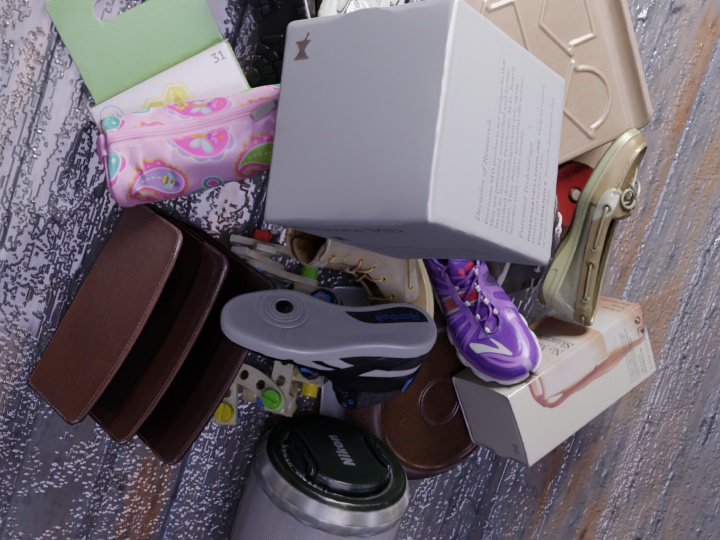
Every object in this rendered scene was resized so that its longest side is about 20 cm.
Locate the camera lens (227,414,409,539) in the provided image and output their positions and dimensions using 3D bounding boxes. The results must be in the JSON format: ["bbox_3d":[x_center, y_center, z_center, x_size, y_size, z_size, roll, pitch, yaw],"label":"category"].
[{"bbox_3d":[-0.049,0.262,0.938,0.157,0.160,0.203,12,113,-18],"label":"camera lens"}]

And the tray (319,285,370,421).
[{"bbox_3d":[0.008,0.116,1.012,0.105,0.022,0.204,3,101,-16],"label":"tray"}]

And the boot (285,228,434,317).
[{"bbox_3d":[0.000,0.000,0.899,0.154,0.072,0.204,-6,94,-50],"label":"boot"}]

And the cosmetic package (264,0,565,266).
[{"bbox_3d":[0.050,-0.103,0.771,0.199,0.165,0.170,14,82,-52],"label":"cosmetic package"}]

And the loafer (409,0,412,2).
[{"bbox_3d":[0.009,-0.173,0.928,0.063,0.071,0.202,18,99,-60],"label":"loafer"}]

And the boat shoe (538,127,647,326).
[{"bbox_3d":[0.246,-0.042,0.937,0.063,0.073,0.203,30,111,22],"label":"boat shoe"}]

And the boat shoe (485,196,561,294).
[{"bbox_3d":[0.175,-0.034,0.952,0.056,0.201,0.068,-2,64,-9],"label":"boat shoe"}]

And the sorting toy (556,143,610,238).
[{"bbox_3d":[0.188,-0.144,0.983,0.196,0.070,0.203,11,98,-18],"label":"sorting toy"}]

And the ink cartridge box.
[{"bbox_3d":[-0.187,-0.182,0.867,0.144,0.048,0.202,-25,110,1],"label":"ink cartridge box"}]

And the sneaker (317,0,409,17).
[{"bbox_3d":[0.005,-0.235,0.863,0.086,0.076,0.204,-3,89,7],"label":"sneaker"}]

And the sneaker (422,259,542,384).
[{"bbox_3d":[0.109,0.025,0.942,0.080,0.084,0.201,-32,69,-5],"label":"sneaker"}]

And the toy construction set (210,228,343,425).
[{"bbox_3d":[-0.090,0.063,0.940,0.129,0.092,0.204,9,92,15],"label":"toy construction set"}]

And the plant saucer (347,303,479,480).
[{"bbox_3d":[0.081,0.138,1.014,0.197,0.034,0.204,-7,105,-27],"label":"plant saucer"}]

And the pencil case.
[{"bbox_3d":[-0.130,-0.116,0.825,0.197,0.088,0.089,-13,105,-1],"label":"pencil case"}]

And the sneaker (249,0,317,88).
[{"bbox_3d":[-0.062,-0.239,0.888,0.074,0.088,0.203,7,128,11],"label":"sneaker"}]

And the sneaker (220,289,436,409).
[{"bbox_3d":[-0.035,0.084,0.863,0.196,0.074,0.113,6,135,-10],"label":"sneaker"}]

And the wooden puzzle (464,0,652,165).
[{"bbox_3d":[0.171,-0.195,0.909,0.197,0.046,0.188,-22,107,-6],"label":"wooden puzzle"}]

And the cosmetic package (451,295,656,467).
[{"bbox_3d":[0.209,0.111,1.002,0.198,0.103,0.088,-30,111,-26],"label":"cosmetic package"}]

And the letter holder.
[{"bbox_3d":[-0.189,0.062,0.864,0.202,0.141,0.100,-59,149,3],"label":"letter holder"}]
